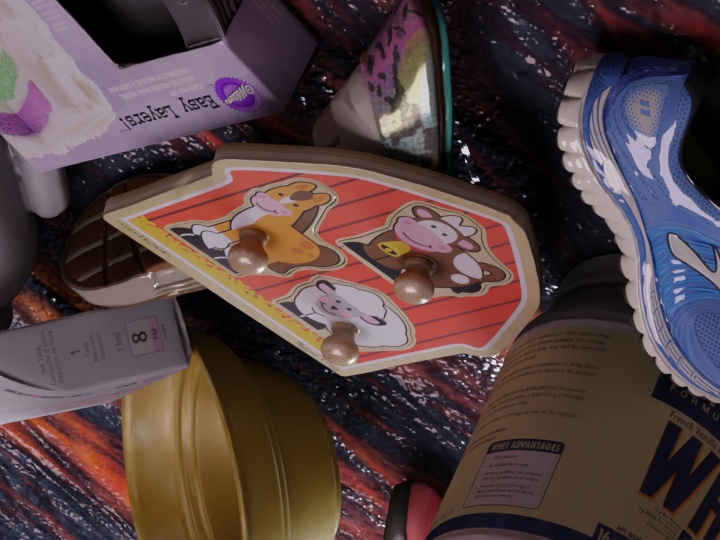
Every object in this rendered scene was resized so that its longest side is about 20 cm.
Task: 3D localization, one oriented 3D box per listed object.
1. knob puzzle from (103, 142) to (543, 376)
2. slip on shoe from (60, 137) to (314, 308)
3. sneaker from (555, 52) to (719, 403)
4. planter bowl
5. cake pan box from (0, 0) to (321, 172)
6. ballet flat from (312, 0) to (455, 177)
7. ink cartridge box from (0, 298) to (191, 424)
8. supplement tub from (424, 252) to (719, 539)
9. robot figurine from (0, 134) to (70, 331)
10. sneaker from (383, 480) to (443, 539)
[{"bbox_3d":[0.000,0.000,1.371,0.218,0.031,0.220,11,152,6],"label":"knob puzzle"},{"bbox_3d":[-0.076,-0.017,1.485,0.199,0.076,0.060,-19,139,40],"label":"slip on shoe"},{"bbox_3d":[0.165,-0.015,1.300,0.089,0.079,0.201,-4,132,37],"label":"sneaker"},{"bbox_3d":[-0.064,0.118,1.606,0.083,0.202,0.201,-8,155,-22],"label":"planter bowl"},{"bbox_3d":[-0.142,-0.137,1.375,0.199,0.053,0.184,-9,135,42],"label":"cake pan box"},{"bbox_3d":[0.016,-0.052,1.359,0.071,0.069,0.201,-10,145,1],"label":"ballet flat"},{"bbox_3d":[-0.210,0.063,1.565,0.162,0.199,0.057,-23,84,67],"label":"ink cartridge box"},{"bbox_3d":[0.120,0.106,1.392,0.144,0.201,0.145,18,147,12],"label":"supplement tub"},{"bbox_3d":[-0.238,-0.042,1.514,0.168,0.113,0.201,-17,140,-1],"label":"robot figurine"},{"bbox_3d":[0.074,0.183,1.673,0.086,0.074,0.200,-7,140,21],"label":"sneaker"}]
